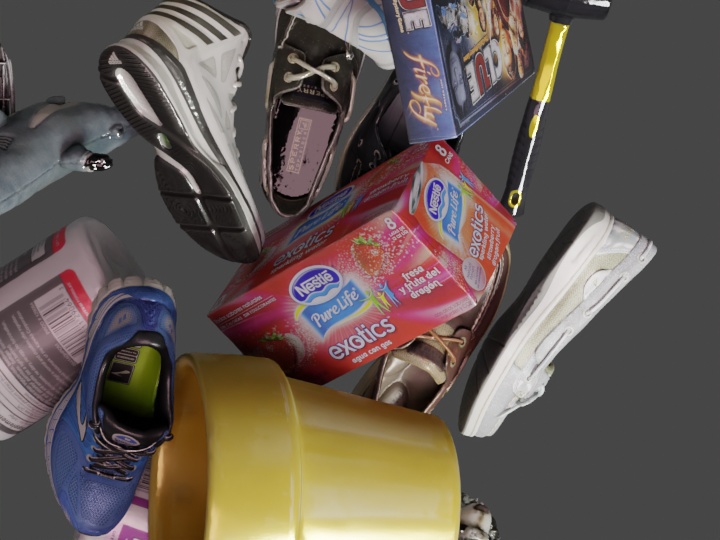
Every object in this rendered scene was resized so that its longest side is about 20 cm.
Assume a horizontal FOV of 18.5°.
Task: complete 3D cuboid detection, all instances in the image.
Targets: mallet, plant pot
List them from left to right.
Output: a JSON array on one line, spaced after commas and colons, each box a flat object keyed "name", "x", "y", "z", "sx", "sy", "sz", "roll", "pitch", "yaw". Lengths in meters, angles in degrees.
[{"name": "plant pot", "x": -0.038, "y": 0.160, "z": 1.549, "sx": 0.189, "sy": 0.201, "sz": 0.201, "roll": 3, "pitch": 111, "yaw": -16}, {"name": "mallet", "x": 0.122, "y": -0.134, "z": 1.606, "sx": 0.066, "sy": 0.041, "sz": 0.200, "roll": 18, "pitch": 113, "yaw": -7}]

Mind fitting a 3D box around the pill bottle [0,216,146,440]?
[{"name": "pill bottle", "x": -0.253, "y": 0.056, "z": 1.625, "sx": 0.200, "sy": 0.111, "sz": 0.111, "roll": -32, "pitch": 108, "yaw": 10}]

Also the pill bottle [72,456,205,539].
[{"name": "pill bottle", "x": -0.112, "y": 0.202, "z": 1.683, "sx": 0.200, "sy": 0.112, "sz": 0.112, "roll": 19, "pitch": 109, "yaw": -8}]

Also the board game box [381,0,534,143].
[{"name": "board game box", "x": 0.065, "y": -0.174, "z": 1.477, "sx": 0.035, "sy": 0.200, "sz": 0.136, "roll": -6, "pitch": 105, "yaw": 21}]

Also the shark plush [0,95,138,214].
[{"name": "shark plush", "x": -0.206, "y": -0.077, "z": 1.572, "sx": 0.200, "sy": 0.083, "sz": 0.091, "roll": -10, "pitch": 115, "yaw": -33}]

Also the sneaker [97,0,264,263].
[{"name": "sneaker", "x": -0.097, "y": -0.108, "z": 1.572, "sx": 0.076, "sy": 0.115, "sz": 0.201, "roll": 6, "pitch": 135, "yaw": 41}]

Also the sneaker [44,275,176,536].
[{"name": "sneaker", "x": -0.175, "y": 0.107, "z": 1.551, "sx": 0.078, "sy": 0.089, "sz": 0.200, "roll": 7, "pitch": 118, "yaw": -14}]

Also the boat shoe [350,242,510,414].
[{"name": "boat shoe", "x": 0.052, "y": 0.059, "z": 1.654, "sx": 0.072, "sy": 0.072, "sz": 0.200, "roll": 30, "pitch": 107, "yaw": -12}]

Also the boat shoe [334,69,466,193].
[{"name": "boat shoe", "x": 0.036, "y": -0.092, "z": 1.601, "sx": 0.074, "sy": 0.066, "sz": 0.200, "roll": 26, "pitch": 108, "yaw": -12}]

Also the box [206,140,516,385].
[{"name": "box", "x": 0.000, "y": 0.000, "z": 1.575, "sx": 0.200, "sy": 0.100, "sz": 0.095, "roll": -29, "pitch": 110, "yaw": 39}]

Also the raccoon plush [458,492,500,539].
[{"name": "raccoon plush", "x": 0.059, "y": 0.260, "z": 1.695, "sx": 0.097, "sy": 0.134, "sz": 0.200, "roll": 6, "pitch": 110, "yaw": -5}]

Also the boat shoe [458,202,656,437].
[{"name": "boat shoe", "x": 0.141, "y": 0.046, "z": 1.653, "sx": 0.065, "sy": 0.074, "sz": 0.202, "roll": 31, "pitch": 100, "yaw": -8}]

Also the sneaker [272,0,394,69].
[{"name": "sneaker", "x": -0.014, "y": -0.189, "z": 1.498, "sx": 0.087, "sy": 0.200, "sz": 0.075, "roll": -11, "pitch": 68, "yaw": 8}]

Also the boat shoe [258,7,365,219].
[{"name": "boat shoe", "x": -0.032, "y": -0.134, "z": 1.584, "sx": 0.071, "sy": 0.064, "sz": 0.200, "roll": 8, "pitch": 110, "yaw": -4}]

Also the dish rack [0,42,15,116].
[{"name": "dish rack", "x": -0.348, "y": -0.118, "z": 1.591, "sx": 0.200, "sy": 0.055, "sz": 0.154, "roll": 2, "pitch": 112, "yaw": -4}]
